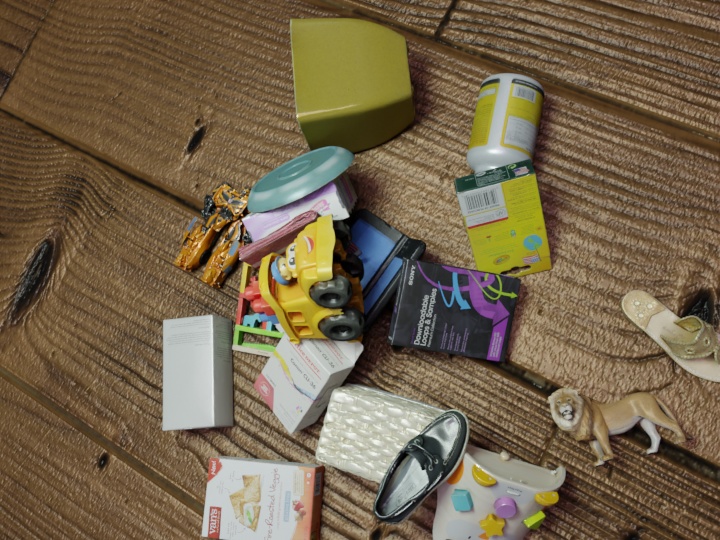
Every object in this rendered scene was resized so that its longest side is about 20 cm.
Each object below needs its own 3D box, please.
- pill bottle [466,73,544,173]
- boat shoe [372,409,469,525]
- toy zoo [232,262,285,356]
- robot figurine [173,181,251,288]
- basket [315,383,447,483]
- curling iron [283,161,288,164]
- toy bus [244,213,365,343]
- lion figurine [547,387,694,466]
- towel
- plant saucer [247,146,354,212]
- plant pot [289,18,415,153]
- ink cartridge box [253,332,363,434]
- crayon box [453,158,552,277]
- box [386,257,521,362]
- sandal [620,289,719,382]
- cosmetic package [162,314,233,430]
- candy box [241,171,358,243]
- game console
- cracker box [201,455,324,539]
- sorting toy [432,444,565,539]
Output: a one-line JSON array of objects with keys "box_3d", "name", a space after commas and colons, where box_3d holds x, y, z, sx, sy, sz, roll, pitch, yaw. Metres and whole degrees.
[{"box_3d": [0.245, -0.225, 1.144, 0.112, 0.112, 0.200, 10, 82, 17], "name": "pill bottle"}, {"box_3d": [0.084, 0.286, 0.974, 0.199, 0.066, 0.074, -49, 58, 3], "name": "boat shoe"}, {"box_3d": [-0.162, 0.057, 1.225, 0.131, 0.020, 0.200, 7, 90, 17], "name": "toy zoo"}, {"box_3d": [-0.267, -0.075, 1.278, 0.145, 0.058, 0.200, 28, 87, 17], "name": "robot figurine"}, {"box_3d": [0.040, 0.273, 1.092, 0.200, 0.123, 0.136, 13, 83, 16], "name": "basket"}, {"box_3d": [-0.097, -0.184, 1.218, 0.200, 0.026, 0.050, 1, 60, 51], "name": "curling iron"}, {"box_3d": [-0.094, 0.023, 1.030, 0.192, 0.200, 0.136, -6, 52, 9], "name": "toy bus"}, {"box_3d": [0.403, 0.230, 1.041, 0.200, 0.073, 0.123, -11, 63, -2], "name": "lion figurine"}, {"box_3d": [-0.094, -0.031, 1.098, 0.144, 0.200, 0.023, -27, 67, 12], "name": "towel"}, {"box_3d": [-0.105, -0.159, 1.110, 0.200, 0.200, 0.027, -23, 113, 9], "name": "plant saucer"}, {"box_3d": [-0.006, -0.329, 1.200, 0.200, 0.196, 0.195, -6, 77, 4], "name": "plant pot"}, {"box_3d": [-0.090, 0.165, 1.128, 0.116, 0.067, 0.200, 46, 123, 23], "name": "ink cartridge box"}, {"box_3d": [0.239, -0.075, 1.104, 0.127, 0.200, 0.051, -13, 36, 11], "name": "crayon box"}, {"box_3d": [0.154, 0.065, 1.093, 0.200, 0.036, 0.143, 9, 94, -9], "name": "box"}, {"box_3d": [0.503, 0.101, 1.031, 0.212, 0.070, 0.078, 37, 90, 18], "name": "sandal"}, {"box_3d": [-0.298, 0.188, 1.219, 0.107, 0.085, 0.200, -6, 78, 14], "name": "cosmetic package"}, {"box_3d": [-0.099, -0.108, 1.162, 0.167, 0.200, 0.072, -23, 102, 9], "name": "candy box"}, {"box_3d": [0.000, 0.000, 1.166, 0.116, 0.176, 0.200, 35, 90, -10], "name": "game console"}, {"box_3d": [-0.169, 0.400, 1.156, 0.200, 0.058, 0.134, 0, 78, 16], "name": "cracker box"}, {"box_3d": [0.200, 0.373, 1.029, 0.200, 0.107, 0.180, 18, 110, -6], "name": "sorting toy"}]
